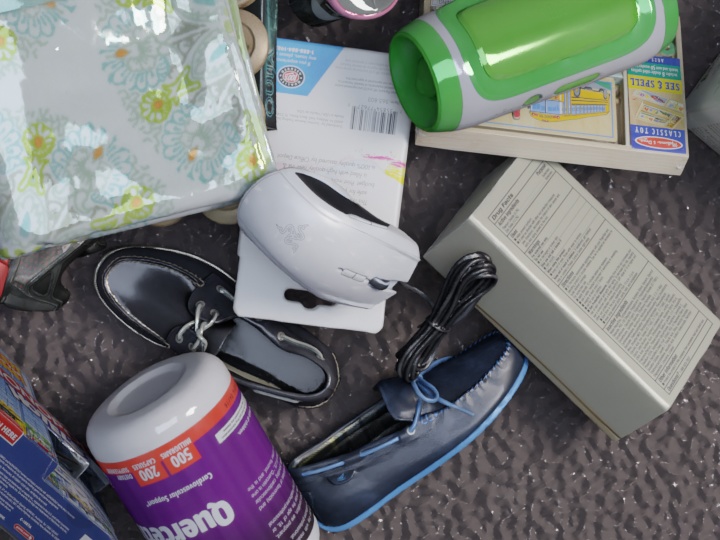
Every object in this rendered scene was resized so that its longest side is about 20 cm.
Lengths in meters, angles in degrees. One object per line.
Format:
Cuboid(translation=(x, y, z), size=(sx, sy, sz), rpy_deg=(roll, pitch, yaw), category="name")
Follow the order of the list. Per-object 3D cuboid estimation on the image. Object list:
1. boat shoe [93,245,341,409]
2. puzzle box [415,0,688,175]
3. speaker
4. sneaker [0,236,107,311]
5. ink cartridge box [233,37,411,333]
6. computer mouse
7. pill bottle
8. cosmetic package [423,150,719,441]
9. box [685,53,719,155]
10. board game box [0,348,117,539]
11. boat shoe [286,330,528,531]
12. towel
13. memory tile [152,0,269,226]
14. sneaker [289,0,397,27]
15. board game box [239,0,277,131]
Cuboid(translation=(-0.103, 0.039, 1.428), size=(0.199, 0.063, 0.073), rpy_deg=(29, 88, -5), category="boat shoe")
Cuboid(translation=(0.139, -0.140, 1.433), size=(0.198, 0.025, 0.134), rpy_deg=(6, 58, -6), category="puzzle box")
Cuboid(translation=(0.122, -0.163, 1.379), size=(0.199, 0.088, 0.089), rpy_deg=(-21, 93, -20), category="speaker")
Cuboid(translation=(-0.222, -0.060, 1.414), size=(0.097, 0.071, 0.202), rpy_deg=(20, 79, -22), category="sneaker")
Cuboid(translation=(-0.028, -0.061, 1.431), size=(0.114, 0.068, 0.202), rpy_deg=(7, 90, -4), category="ink cartridge box")
Cuboid(translation=(0.000, 0.000, 1.339), size=(0.199, 0.044, 0.110), rpy_deg=(29, 117, -31), category="computer mouse")
Cuboid(translation=(-0.103, 0.166, 1.395), size=(0.112, 0.112, 0.201), rpy_deg=(-31, 108, -4), category="pill bottle")
Cuboid(translation=(0.155, 0.014, 1.428), size=(0.200, 0.073, 0.104), rpy_deg=(44, 52, -3), category="cosmetic package")
Cuboid(translation=(0.378, -0.133, 1.416), size=(0.199, 0.171, 0.200), rpy_deg=(37, 88, -5), category="box")
Cuboid(translation=(-0.245, 0.116, 1.368), size=(0.062, 0.200, 0.200), rpy_deg=(-45, 114, 1), category="board game box")
Cuboid(translation=(0.034, 0.109, 1.430), size=(0.200, 0.084, 0.069), rpy_deg=(-42, 111, -5), category="boat shoe")
Cuboid(translation=(-0.165, -0.113, 1.305), size=(0.199, 0.048, 0.173), rpy_deg=(-14, 88, -13), category="towel")
Cuboid(translation=(-0.139, -0.131, 1.364), size=(0.152, 0.017, 0.202), rpy_deg=(0, 88, 7), category="memory tile")
Cuboid(translation=(0.000, -0.260, 1.426), size=(0.079, 0.095, 0.201), rpy_deg=(33, 63, -21), category="sneaker")
Cuboid(translation=(-0.122, -0.198, 1.404), size=(0.134, 0.028, 0.202), rpy_deg=(-1, 88, 24), category="board game box")
